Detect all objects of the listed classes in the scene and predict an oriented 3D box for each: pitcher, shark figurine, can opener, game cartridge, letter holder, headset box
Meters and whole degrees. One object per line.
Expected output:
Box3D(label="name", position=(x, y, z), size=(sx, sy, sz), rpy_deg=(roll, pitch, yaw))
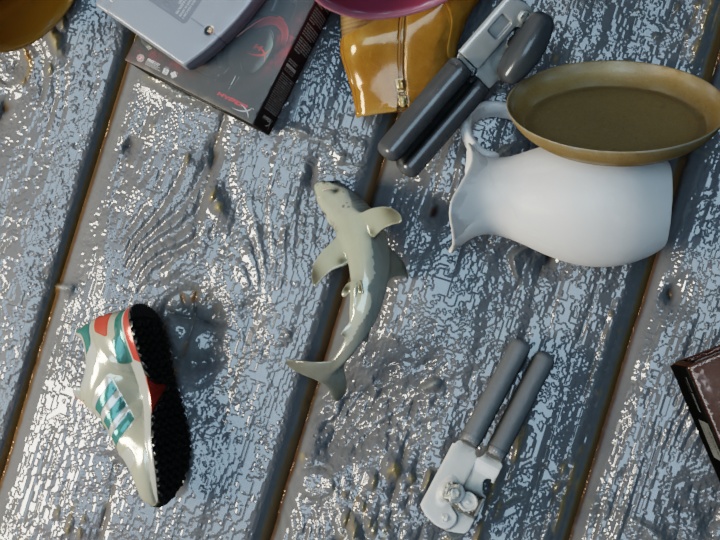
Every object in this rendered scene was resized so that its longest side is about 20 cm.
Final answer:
Box3D(label="pitcher", position=(0.188, -0.088, 1.262), size=(0.199, 0.121, 0.172), rpy_deg=(4, 60, 6))
Box3D(label="shark figurine", position=(0.009, 0.017, 1.295), size=(0.128, 0.089, 0.215), rpy_deg=(-4, 78, 40))
Box3D(label="can opener", position=(0.102, -0.171, 1.262), size=(0.053, 0.067, 0.200), rpy_deg=(39, 93, -29))
Box3D(label="can opener", position=(0.120, 0.161, 1.286), size=(0.053, 0.066, 0.200), rpy_deg=(28, 83, 5))
Box3D(label="game cartridge", position=(-0.143, -0.297, 1.266), size=(0.133, 0.040, 0.200), rpy_deg=(36, 93, 12))
Box3D(label="letter holder", position=(0.396, 0.154, 1.230), size=(0.142, 0.101, 0.200), rpy_deg=(-22, 86, 4))
Box3D(label="headset box", position=(-0.116, -0.258, 1.316), size=(0.148, 0.075, 0.200), rpy_deg=(28, 91, 8))

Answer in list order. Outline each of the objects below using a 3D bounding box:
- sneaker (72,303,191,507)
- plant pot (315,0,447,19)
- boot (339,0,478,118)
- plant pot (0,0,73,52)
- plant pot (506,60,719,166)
Box3D(label="sneaker", position=(-0.233, 0.137, 1.329), size=(0.093, 0.070, 0.200), rpy_deg=(-12, 89, 24))
Box3D(label="plant pot", position=(0.021, -0.356, 1.198), size=(0.200, 0.200, 0.179), rpy_deg=(-19, 63, 6))
Box3D(label="boot", position=(0.080, -0.227, 1.305), size=(0.201, 0.071, 0.144), rpy_deg=(-12, 97, 1))
Box3D(label="plant pot", position=(-0.394, -0.339, 1.305), size=(0.183, 0.200, 0.201), rpy_deg=(26, 91, 22))
Box3D(label="plant pot", position=(0.235, -0.143, 1.230), size=(0.199, 0.200, 0.028), rpy_deg=(0, 122, 7))
